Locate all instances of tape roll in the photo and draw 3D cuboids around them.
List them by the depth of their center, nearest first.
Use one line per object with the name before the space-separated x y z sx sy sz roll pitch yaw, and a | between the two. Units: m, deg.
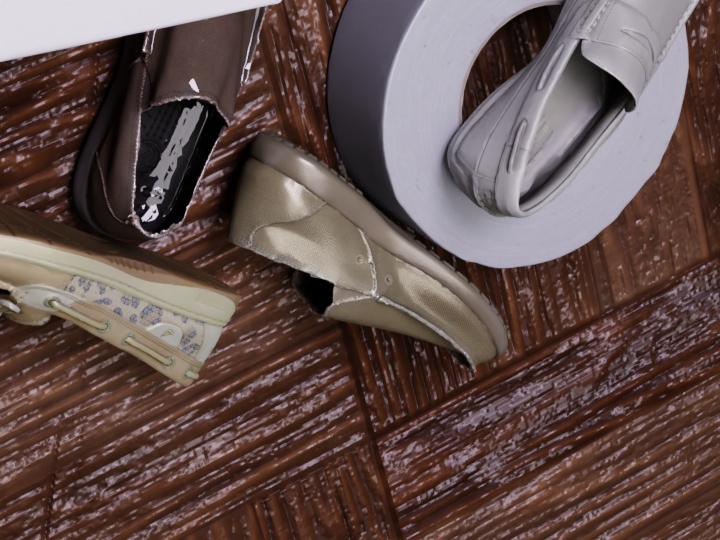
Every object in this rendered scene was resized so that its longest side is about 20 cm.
tape roll | 0.083 -0.106 1.295 0.199 0.066 0.202 -12 116 -26

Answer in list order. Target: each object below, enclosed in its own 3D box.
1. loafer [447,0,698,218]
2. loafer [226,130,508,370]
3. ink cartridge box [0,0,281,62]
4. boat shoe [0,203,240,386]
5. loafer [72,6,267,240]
loafer | 0.129 -0.109 1.237 0.070 0.070 0.200 38 89 -37
loafer | 0.000 0.000 1.291 0.200 0.076 0.068 39 91 -28
ink cartridge box | -0.142 -0.170 1.047 0.145 0.200 0.085 -15 118 -24
boat shoe | -0.150 0.013 1.202 0.199 0.073 0.063 18 98 -36
loafer | -0.082 -0.102 1.193 0.073 0.071 0.201 9 106 -33
